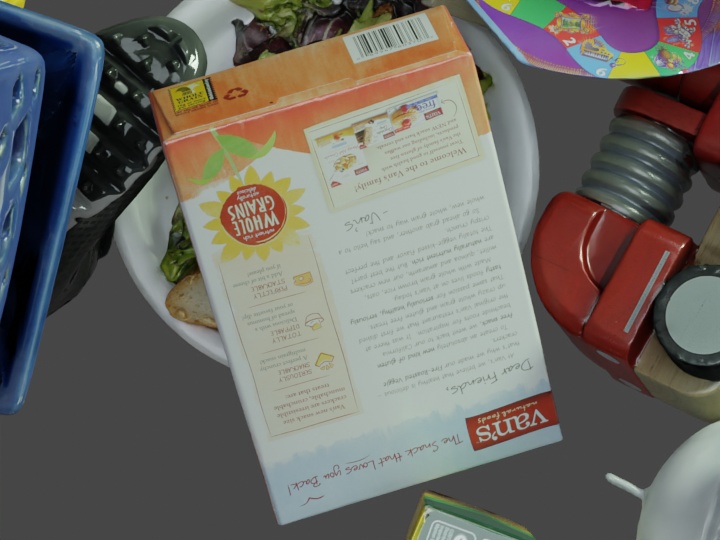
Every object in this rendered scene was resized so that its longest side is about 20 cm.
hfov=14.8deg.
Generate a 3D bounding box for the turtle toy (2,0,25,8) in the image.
[{"bbox_3d":[-0.206,-0.133,1.234,0.146,0.101,0.200,28,110,10],"label":"turtle toy"}]

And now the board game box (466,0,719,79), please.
[{"bbox_3d":[0.104,-0.167,1.206,0.158,0.039,0.200,-23,54,-21],"label":"board game box"}]

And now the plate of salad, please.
[{"bbox_3d":[-0.019,-0.047,1.259,0.200,0.048,0.200,0,87,3],"label":"plate of salad"}]

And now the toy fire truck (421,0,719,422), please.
[{"bbox_3d":[0.117,-0.053,1.230,0.200,0.129,0.176,26,83,23],"label":"toy fire truck"}]

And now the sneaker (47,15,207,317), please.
[{"bbox_3d":[-0.135,-0.035,1.237,0.066,0.090,0.200,41,104,6],"label":"sneaker"}]

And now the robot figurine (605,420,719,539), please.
[{"bbox_3d":[0.203,0.126,1.186,0.200,0.170,0.113,13,52,28],"label":"robot figurine"}]

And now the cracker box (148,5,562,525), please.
[{"bbox_3d":[0.000,0.000,1.200,0.134,0.058,0.200,-16,119,-3],"label":"cracker box"}]

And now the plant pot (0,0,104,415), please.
[{"bbox_3d":[-0.221,-0.031,1.112,0.200,0.180,0.200,19,109,14],"label":"plant pot"}]

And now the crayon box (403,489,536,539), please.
[{"bbox_3d":[0.018,0.198,1.181,0.058,0.173,0.200,20,88,3],"label":"crayon box"}]
